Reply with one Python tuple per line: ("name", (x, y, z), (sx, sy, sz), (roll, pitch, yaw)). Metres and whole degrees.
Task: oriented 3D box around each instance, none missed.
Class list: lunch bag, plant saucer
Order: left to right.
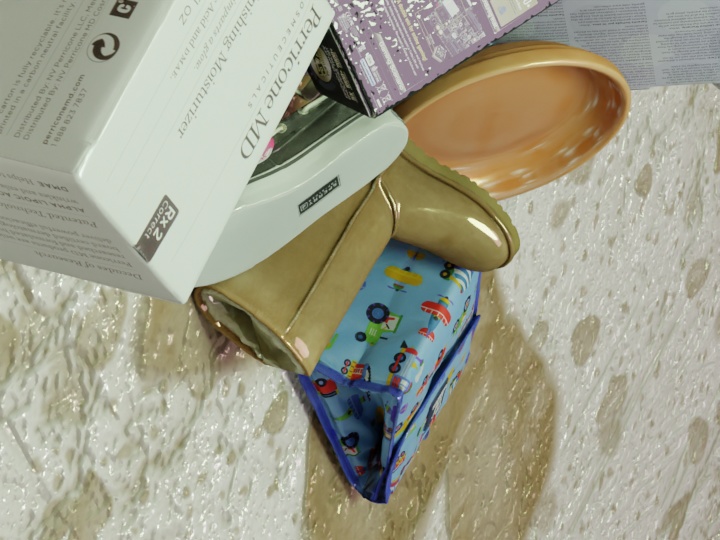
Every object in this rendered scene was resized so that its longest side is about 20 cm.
("lunch bag", (0.030, 0.076, 1.743), (0.151, 0.094, 0.200), (-61, 159, -28))
("plant saucer", (0.103, -0.113, 1.702), (0.200, 0.200, 0.038), (32, 36, -59))

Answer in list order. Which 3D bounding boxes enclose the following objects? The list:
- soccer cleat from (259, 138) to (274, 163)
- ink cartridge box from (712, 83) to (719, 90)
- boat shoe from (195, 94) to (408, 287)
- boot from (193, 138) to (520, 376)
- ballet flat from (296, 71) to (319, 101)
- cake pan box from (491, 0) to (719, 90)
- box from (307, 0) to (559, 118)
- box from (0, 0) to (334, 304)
("soccer cleat", (-0.131, -0.085, 1.416), (0.200, 0.070, 0.087), (22, 97, -57))
("ink cartridge box", (0.232, -0.245, 1.830), (0.047, 0.198, 0.200), (-41, 145, -2))
("boat shoe", (-0.063, -0.059, 1.525), (0.200, 0.064, 0.071), (-33, 150, -22))
("boot", (0.000, 0.000, 1.598), (0.200, 0.175, 0.066), (-56, -176, -35))
("ballet flat", (-0.016, -0.150, 1.584), (0.200, 0.069, 0.071), (2, 122, -54))
("cake pan box", (0.179, -0.206, 1.676), (0.184, 0.199, 0.052), (70, 21, -51))
("box", (0.016, -0.228, 1.455), (0.164, 0.086, 0.200), (-34, 117, -13))
("box", (-0.155, -0.113, 1.218), (0.199, 0.200, 0.131), (-64, 147, -20))
